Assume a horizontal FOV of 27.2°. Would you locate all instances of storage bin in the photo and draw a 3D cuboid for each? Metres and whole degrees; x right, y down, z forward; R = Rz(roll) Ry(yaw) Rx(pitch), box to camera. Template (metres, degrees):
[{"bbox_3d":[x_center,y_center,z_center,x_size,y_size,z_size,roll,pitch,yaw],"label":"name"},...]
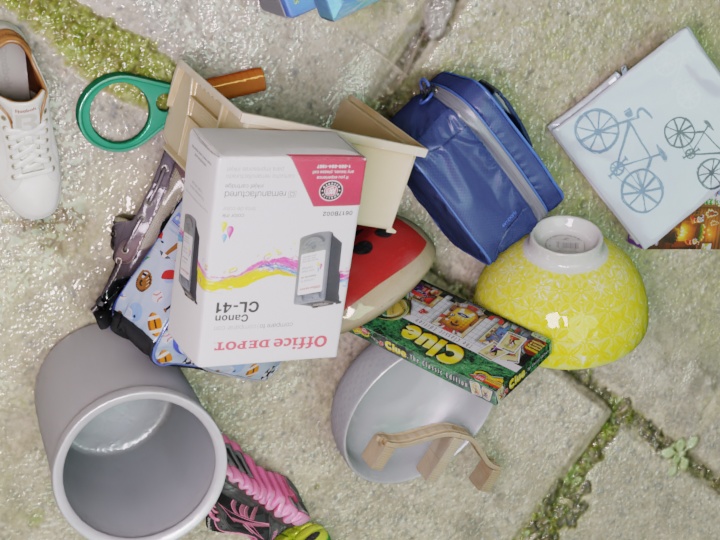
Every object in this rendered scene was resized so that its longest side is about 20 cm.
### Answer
[{"bbox_3d":[-0.073,-0.126,1.478,0.199,0.199,0.094,7,110,-29],"label":"storage bin"}]

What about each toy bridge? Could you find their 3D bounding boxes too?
[{"bbox_3d":[0.089,0.203,1.666,0.199,0.027,0.067,19,111,-41],"label":"toy bridge"}]

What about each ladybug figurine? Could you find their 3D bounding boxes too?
[{"bbox_3d":[0.000,0.000,1.580,0.200,0.135,0.072,-45,115,-46],"label":"ladybug figurine"}]

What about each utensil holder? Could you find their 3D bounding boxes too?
[{"bbox_3d":[-0.240,0.161,1.506,0.169,0.200,0.171,-7,111,-18],"label":"utensil holder"}]

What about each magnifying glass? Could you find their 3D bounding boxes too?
[{"bbox_3d":[-0.193,-0.175,1.529,0.199,0.022,0.080,-16,114,-18],"label":"magnifying glass"}]

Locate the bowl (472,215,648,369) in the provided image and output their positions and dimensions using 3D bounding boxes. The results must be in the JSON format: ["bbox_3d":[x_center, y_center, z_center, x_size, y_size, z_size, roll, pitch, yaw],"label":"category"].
[{"bbox_3d":[0.222,0.006,1.631,0.199,0.200,0.108,-12,127,-17],"label":"bowl"}]

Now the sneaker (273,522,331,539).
[{"bbox_3d":[-0.087,0.374,1.706,0.083,0.074,0.201,26,104,-23],"label":"sneaker"}]

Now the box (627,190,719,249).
[{"bbox_3d":[0.396,-0.125,1.761,0.136,0.039,0.201,-1,105,-21],"label":"box"}]

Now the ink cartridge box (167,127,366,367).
[{"bbox_3d":[-0.085,-0.022,1.350,0.147,0.086,0.201,-3,112,-26],"label":"ink cartridge box"}]

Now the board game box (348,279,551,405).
[{"bbox_3d":[0.091,0.068,1.573,0.105,0.199,0.024,-40,141,-36],"label":"board game box"}]

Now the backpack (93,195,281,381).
[{"bbox_3d":[-0.137,0.010,1.493,0.200,0.154,0.191,18,97,-62],"label":"backpack"}]

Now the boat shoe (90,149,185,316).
[{"bbox_3d":[-0.226,-0.037,1.536,0.065,0.072,0.200,34,99,-5],"label":"boat shoe"}]

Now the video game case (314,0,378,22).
[{"bbox_3d":[0.014,-0.366,1.427,0.181,0.045,0.201,-26,113,-11],"label":"video game case"}]

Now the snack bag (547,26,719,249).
[{"bbox_3d":[0.345,-0.155,1.702,0.200,0.021,0.189,-39,102,9],"label":"snack bag"}]

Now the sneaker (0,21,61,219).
[{"bbox_3d":[-0.335,-0.138,1.453,0.072,0.085,0.201,-17,112,-17],"label":"sneaker"}]

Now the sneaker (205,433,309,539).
[{"bbox_3d":[-0.142,0.249,1.632,0.095,0.079,0.200,-38,133,10],"label":"sneaker"}]

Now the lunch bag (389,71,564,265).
[{"bbox_3d":[0.117,-0.123,1.602,0.132,0.136,0.200,-42,114,-6],"label":"lunch bag"}]

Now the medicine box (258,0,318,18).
[{"bbox_3d":[-0.031,-0.377,1.489,0.199,0.103,0.183,-27,113,-11],"label":"medicine box"}]

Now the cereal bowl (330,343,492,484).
[{"bbox_3d":[0.051,0.136,1.666,0.199,0.083,0.201,-17,131,-21],"label":"cereal bowl"}]
